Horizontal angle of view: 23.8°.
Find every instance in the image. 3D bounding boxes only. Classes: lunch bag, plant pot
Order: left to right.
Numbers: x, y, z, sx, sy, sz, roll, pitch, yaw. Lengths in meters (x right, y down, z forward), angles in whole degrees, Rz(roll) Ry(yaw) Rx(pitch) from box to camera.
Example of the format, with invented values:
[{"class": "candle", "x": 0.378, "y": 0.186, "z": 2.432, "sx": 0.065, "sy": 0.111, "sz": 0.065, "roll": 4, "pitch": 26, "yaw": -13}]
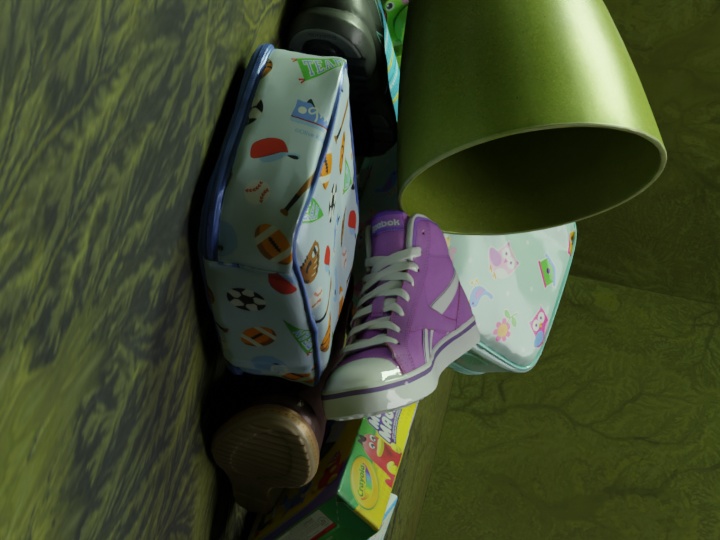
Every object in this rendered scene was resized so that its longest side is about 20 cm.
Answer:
[{"class": "lunch bag", "x": -0.045, "y": -0.032, "z": 1.050, "sx": 0.201, "sy": 0.075, "sz": 0.162, "roll": 88, "pitch": 12, "yaw": -58}, {"class": "lunch bag", "x": 0.070, "y": -0.015, "z": 1.301, "sx": 0.199, "sy": 0.077, "sz": 0.162, "roll": 33, "pitch": 69, "yaw": -36}, {"class": "plant pot", "x": 0.104, "y": -0.152, "z": 1.194, "sx": 0.187, "sy": 0.185, "sz": 0.203, "roll": 81, "pitch": 1, "yaw": -70}]

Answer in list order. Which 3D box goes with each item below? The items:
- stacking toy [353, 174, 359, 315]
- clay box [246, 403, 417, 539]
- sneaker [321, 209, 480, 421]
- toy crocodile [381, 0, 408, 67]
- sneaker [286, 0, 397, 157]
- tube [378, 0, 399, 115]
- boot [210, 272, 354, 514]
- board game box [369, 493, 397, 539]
[{"class": "stacking toy", "x": 0.025, "y": -0.018, "z": 1.564, "sx": 0.200, "sy": 0.144, "sz": 0.148, "roll": 58, "pitch": 40, "yaw": -53}, {"class": "clay box", "x": -0.017, "y": 0.138, "z": 1.260, "sx": 0.115, "sy": 0.048, "sz": 0.201, "roll": -40, "pitch": -162, "yaw": 32}, {"class": "sneaker", "x": 0.014, "y": 0.024, "z": 1.135, "sx": 0.200, "sy": 0.072, "sz": 0.116, "roll": -40, "pitch": 116, "yaw": -65}, {"class": "toy crocodile", "x": 0.026, "y": -0.187, "z": 1.455, "sx": 0.068, "sy": 0.061, "sz": 0.202, "roll": 55, "pitch": -26, "yaw": 40}, {"class": "sneaker", "x": -0.005, "y": -0.145, "z": 1.189, "sx": 0.200, "sy": 0.074, "sz": 0.080, "roll": 85, "pitch": 15, "yaw": -67}, {"class": "tube", "x": 0.001, "y": -0.178, "z": 1.331, "sx": 0.200, "sy": 0.050, "sz": 0.078, "roll": 71, "pitch": 23, "yaw": -66}, {"class": "boot", "x": -0.045, "y": 0.068, "z": 1.175, "sx": 0.200, "sy": 0.072, "sz": 0.168, "roll": 113, "pitch": -3, "yaw": -68}, {"class": "board game box", "x": -0.027, "y": 0.261, "z": 1.355, "sx": 0.200, "sy": 0.034, "sz": 0.136, "roll": -34, "pitch": 144, "yaw": -74}]
